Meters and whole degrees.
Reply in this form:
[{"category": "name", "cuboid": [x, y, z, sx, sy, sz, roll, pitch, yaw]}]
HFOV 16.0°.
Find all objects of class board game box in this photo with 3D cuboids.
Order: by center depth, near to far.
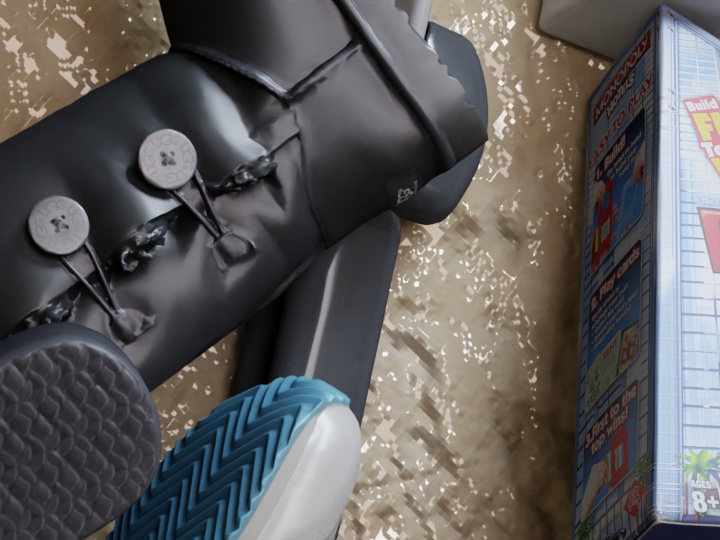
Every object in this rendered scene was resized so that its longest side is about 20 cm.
[{"category": "board game box", "cuboid": [0.151, 0.013, 0.853, 0.200, 0.062, 0.200, 5, 57, -24]}]

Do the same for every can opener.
[{"category": "can opener", "cuboid": [0.000, 0.000, 0.817, 0.066, 0.053, 0.200, 24, 67, -19]}]

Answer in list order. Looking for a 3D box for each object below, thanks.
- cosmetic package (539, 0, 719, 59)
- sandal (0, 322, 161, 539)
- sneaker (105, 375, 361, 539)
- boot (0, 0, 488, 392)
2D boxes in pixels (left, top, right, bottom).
[{"category": "cosmetic package", "cuboid": [0.170, -0.109, 0.926, 0.200, 0.074, 0.102, 19, 68, -20]}, {"category": "sandal", "cuboid": [-0.149, 0.076, 0.703, 0.200, 0.043, 0.076, -21, 106, -8]}, {"category": "sneaker", "cuboid": [-0.042, 0.127, 0.736, 0.081, 0.077, 0.200, 23, 89, -23]}, {"category": "boot", "cuboid": [-0.088, -0.042, 0.766, 0.200, 0.066, 0.165, -37, 78, -10]}]
